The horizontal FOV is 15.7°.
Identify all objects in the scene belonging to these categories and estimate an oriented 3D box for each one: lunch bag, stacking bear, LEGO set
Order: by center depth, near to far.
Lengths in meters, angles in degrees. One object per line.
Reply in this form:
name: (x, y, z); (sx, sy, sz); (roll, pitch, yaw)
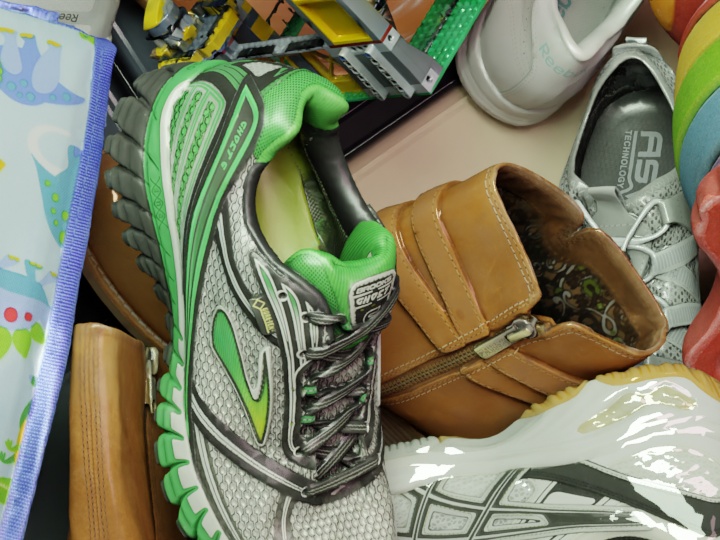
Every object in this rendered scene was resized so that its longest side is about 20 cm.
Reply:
lunch bag: (-0.184, -0.008, 0.879); (0.170, 0.127, 0.201); (16, 84, -21)
LEGO set: (-0.015, -0.152, 0.930); (0.116, 0.154, 0.200); (44, 72, -30)
stacking bear: (0.161, -0.067, 0.974); (0.113, 0.122, 0.200); (-6, 47, -2)

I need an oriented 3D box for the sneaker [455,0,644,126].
sneaker: (0.109, -0.154, 1.064); (0.075, 0.088, 0.201); (27, 70, -16)

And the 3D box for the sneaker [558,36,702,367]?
sneaker: (0.096, 0.001, 1.012); (0.074, 0.082, 0.201); (-4, 57, 15)

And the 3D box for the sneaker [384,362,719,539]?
sneaker: (0.047, 0.104, 0.931); (0.076, 0.200, 0.088); (29, 44, -52)

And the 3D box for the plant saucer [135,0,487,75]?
plant saucer: (-0.028, -0.169, 1.032); (0.199, 0.037, 0.201); (5, 77, -24)

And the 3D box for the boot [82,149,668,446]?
boot: (0.000, 0.000, 0.941); (0.200, 0.155, 0.077); (41, 53, -13)

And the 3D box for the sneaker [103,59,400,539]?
sneaker: (-0.025, 0.027, 0.871); (0.078, 0.085, 0.201); (-25, 105, -42)

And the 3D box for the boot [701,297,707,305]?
boot: (0.205, 0.076, 1.075); (0.132, 0.070, 0.200); (-41, 99, -24)

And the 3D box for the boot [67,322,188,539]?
boot: (-0.080, 0.118, 0.862); (0.068, 0.188, 0.201); (1, 86, 14)

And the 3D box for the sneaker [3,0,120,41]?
sneaker: (-0.178, -0.104, 0.936); (0.199, 0.075, 0.087); (3, 114, -11)
